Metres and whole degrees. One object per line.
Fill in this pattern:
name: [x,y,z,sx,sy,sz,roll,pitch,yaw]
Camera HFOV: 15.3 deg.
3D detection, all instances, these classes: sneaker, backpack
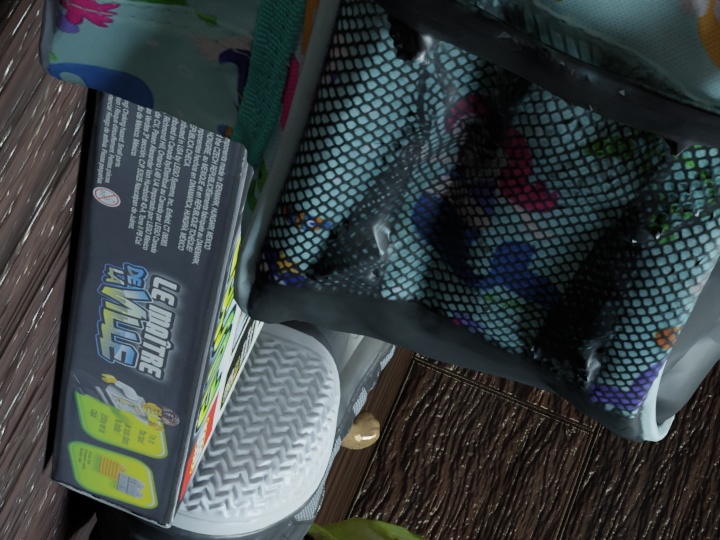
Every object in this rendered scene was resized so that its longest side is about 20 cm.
sneaker: [-0.028,0.033,0.802,0.200,0.075,0.114,-56,169,-48]
backpack: [0.042,-0.096,0.398,0.200,0.150,0.178,120,-7,-55]

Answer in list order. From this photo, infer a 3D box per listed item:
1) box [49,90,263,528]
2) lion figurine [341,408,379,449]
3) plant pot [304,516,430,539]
box: [-0.030,-0.034,0.625,0.200,0.035,0.110,107,6,-57]
lion figurine: [0.000,0.000,1.047,0.123,0.072,0.201,90,25,-61]
plant pot: [-0.007,0.202,1.025,0.200,0.199,0.185,-54,167,-77]
